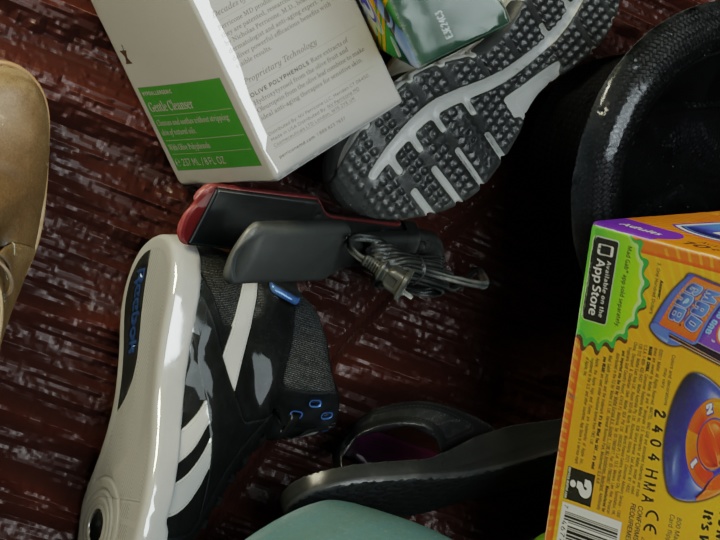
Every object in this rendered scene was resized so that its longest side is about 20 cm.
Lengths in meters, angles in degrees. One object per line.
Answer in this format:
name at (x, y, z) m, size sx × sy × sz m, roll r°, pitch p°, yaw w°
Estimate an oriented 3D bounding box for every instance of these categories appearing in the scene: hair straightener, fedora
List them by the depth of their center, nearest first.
hair straightener at (0.000, 0.000, 1.257) m, size 0.200 × 0.077 × 0.041 m, roll 12°, pitch 114°, yaw -52°
fedora at (0.156, -0.061, 1.346) m, size 0.200 × 0.092 × 0.201 m, roll -20°, pitch 120°, yaw -40°

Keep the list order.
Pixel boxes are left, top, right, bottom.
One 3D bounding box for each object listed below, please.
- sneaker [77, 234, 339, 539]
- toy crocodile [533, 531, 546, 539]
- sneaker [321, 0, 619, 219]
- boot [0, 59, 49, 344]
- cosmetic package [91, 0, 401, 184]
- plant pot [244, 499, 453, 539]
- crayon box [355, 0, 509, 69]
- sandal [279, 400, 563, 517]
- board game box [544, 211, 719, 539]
sneaker at (-0.065, 0.090, 1.233) m, size 0.112 × 0.073 × 0.200 m, roll 14°, pitch 82°, yaw -29°
toy crocodile at (0.132, 0.148, 1.367) m, size 0.200 × 0.062 × 0.068 m, roll -33°, pitch 125°, yaw -30°
sneaker at (0.047, -0.097, 1.300) m, size 0.200 × 0.080 × 0.074 m, roll -43°, pitch 121°, yaw -26°
boot at (-0.175, -0.001, 1.166) m, size 0.074 × 0.075 × 0.200 m, roll 19°, pitch 79°, yaw -28°
cosmetic package at (-0.075, -0.148, 1.207) m, size 0.085 × 0.108 × 0.200 m, roll -34°, pitch 105°, yaw -25°
plant pot at (-0.009, 0.190, 1.220) m, size 0.200 × 0.200 × 0.135 m, roll -24°, pitch 68°, yaw -29°
crayon box at (0.002, -0.172, 1.218) m, size 0.052 × 0.200 × 0.126 m, roll -27°, pitch 105°, yaw -5°
sandal at (0.036, 0.093, 1.308) m, size 0.200 × 0.075 × 0.048 m, roll -8°, pitch 69°, yaw -39°
board game box at (0.235, 0.088, 1.253) m, size 0.200 × 0.200 × 0.200 m, roll -5°, pitch 107°, yaw -49°
